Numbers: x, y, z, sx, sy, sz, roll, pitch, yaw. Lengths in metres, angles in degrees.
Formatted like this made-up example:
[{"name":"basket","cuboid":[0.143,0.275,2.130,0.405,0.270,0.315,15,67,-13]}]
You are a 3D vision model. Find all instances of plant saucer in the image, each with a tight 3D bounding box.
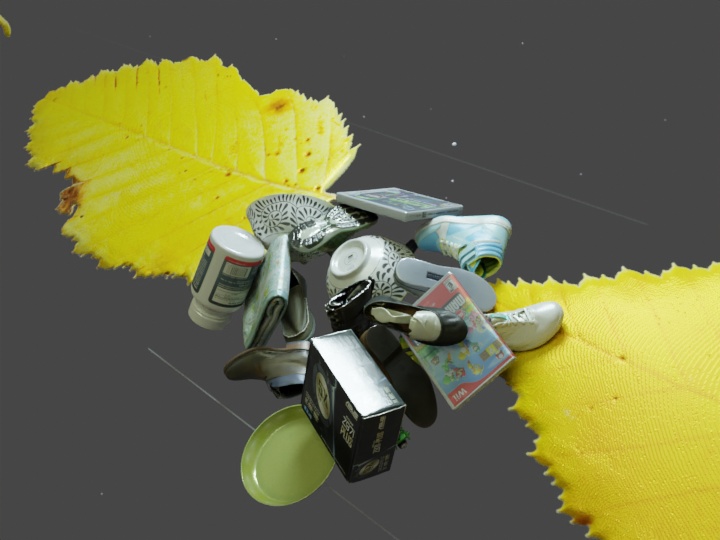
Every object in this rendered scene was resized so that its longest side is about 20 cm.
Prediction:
[{"name":"plant saucer","cuboid":[-0.124,0.339,1.615,0.198,0.031,0.201,-15,48,17]}]

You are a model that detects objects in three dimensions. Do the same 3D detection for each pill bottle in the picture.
[{"name":"pill bottle","cuboid":[-0.288,0.019,1.865,0.201,0.119,0.120,-63,38,25]}]

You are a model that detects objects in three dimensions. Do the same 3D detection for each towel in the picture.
[{"name":"towel","cuboid":[-0.192,0.050,1.812,0.200,0.048,0.172,123,153,-42]}]

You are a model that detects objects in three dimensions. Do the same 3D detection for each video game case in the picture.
[{"name":"video game case","cuboid":[0.080,-0.138,1.830,0.199,0.024,0.181,20,21,41]},{"name":"video game case","cuboid":[0.161,0.122,1.554,0.143,0.017,0.201,-43,61,15]}]

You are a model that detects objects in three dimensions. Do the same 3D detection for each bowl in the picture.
[{"name":"bowl","cuboid":[-0.145,-0.077,1.888,0.199,0.201,0.095,-10,66,22]},{"name":"bowl","cuboid":[0.000,0.000,1.764,0.200,0.094,0.202,-24,43,24]}]

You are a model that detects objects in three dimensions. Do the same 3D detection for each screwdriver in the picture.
[{"name":"screwdriver","cuboid":[0.051,0.017,1.809,0.028,0.029,0.200,31,81,42]}]

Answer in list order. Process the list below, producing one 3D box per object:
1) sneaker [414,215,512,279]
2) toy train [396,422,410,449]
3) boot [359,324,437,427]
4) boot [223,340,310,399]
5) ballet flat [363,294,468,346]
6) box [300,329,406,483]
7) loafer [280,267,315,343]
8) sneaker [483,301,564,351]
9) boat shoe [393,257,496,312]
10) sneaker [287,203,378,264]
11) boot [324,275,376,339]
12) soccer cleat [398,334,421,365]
[{"name":"sneaker","cuboid":[0.191,-0.038,1.731,0.198,0.080,0.131,-6,49,26]},{"name":"toy train","cuboid":[0.028,0.242,1.597,0.042,0.057,0.200,-35,44,-3]},{"name":"boot","cuboid":[0.065,0.190,1.573,0.073,0.201,0.075,-32,-3,-28]},{"name":"boot","cuboid":[-0.180,0.204,1.732,0.198,0.075,0.097,-16,44,14]},{"name":"ballet flat","cuboid":[0.088,0.092,1.552,0.199,0.068,0.069,12,100,33]},{"name":"box","cuboid":[-0.018,0.232,1.533,0.086,0.165,0.200,-11,43,-28]},{"name":"loafer","cuboid":[-0.144,0.071,1.828,0.075,0.070,0.201,-24,45,8]},{"name":"sneaker","cuboid":[0.260,0.098,1.567,0.199,0.089,0.076,-24,45,10]},{"name":"boat shoe","cuboid":[0.158,0.031,1.676,0.199,0.065,0.074,23,67,3]},{"name":"sneaker","cuboid":[-0.055,-0.072,1.832,0.199,0.089,0.077,-21,52,-17]},{"name":"boot","cuboid":[-0.041,0.116,1.642,0.200,0.175,0.069,-41,53,-22]},{"name":"soccer cleat","cuboid":[0.108,0.148,1.630,0.084,0.065,0.200,43,86,17]}]
